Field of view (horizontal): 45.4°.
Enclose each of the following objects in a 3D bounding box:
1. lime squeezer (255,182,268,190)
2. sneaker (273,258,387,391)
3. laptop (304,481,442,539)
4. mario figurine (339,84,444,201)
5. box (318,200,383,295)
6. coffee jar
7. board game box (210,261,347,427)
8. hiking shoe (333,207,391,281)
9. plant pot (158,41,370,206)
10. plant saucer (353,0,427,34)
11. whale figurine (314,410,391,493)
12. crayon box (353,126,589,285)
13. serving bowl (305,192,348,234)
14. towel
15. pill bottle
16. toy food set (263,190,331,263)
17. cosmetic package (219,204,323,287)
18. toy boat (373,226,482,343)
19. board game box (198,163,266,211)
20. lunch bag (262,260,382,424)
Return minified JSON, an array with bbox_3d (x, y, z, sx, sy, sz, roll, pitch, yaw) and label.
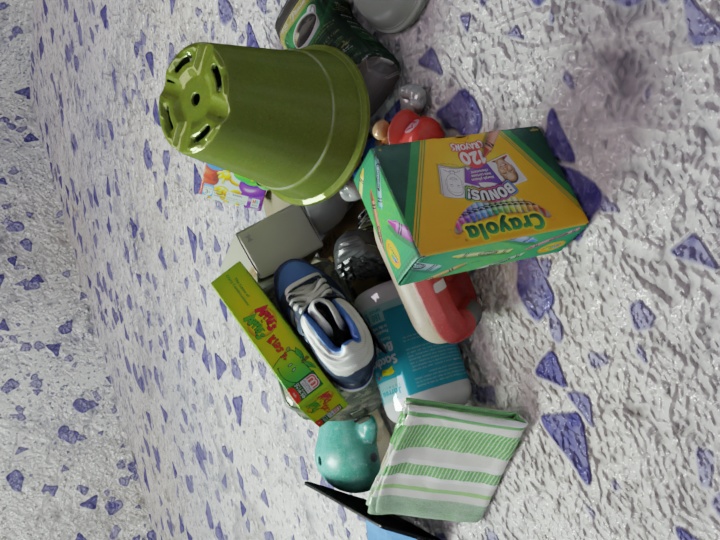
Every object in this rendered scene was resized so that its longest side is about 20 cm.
[{"bbox_3d":[-0.159,-0.156,1.270,0.038,0.071,0.200,-45,77,10],"label":"lime squeezer"},{"bbox_3d":[-0.046,0.040,1.006,0.200,0.080,0.147,57,169,24],"label":"sneaker"},{"bbox_3d":[0.024,0.403,1.224,0.187,0.200,0.116,10,75,52],"label":"laptop"},{"bbox_3d":[0.025,-0.155,1.053,0.200,0.106,0.124,-8,93,64],"label":"mario figurine"},{"bbox_3d":[0.000,0.000,1.240,0.200,0.021,0.164,-42,62,58],"label":"box"},{"bbox_3d":[-0.035,-0.291,1.123,0.104,0.085,0.200,-51,52,27],"label":"coffee jar"},{"bbox_3d":[-0.099,0.091,1.056,0.200,0.048,0.102,51,175,24],"label":"board game box"},{"bbox_3d":[0.014,-0.042,1.043,0.075,0.200,0.101,-16,80,18],"label":"hiking shoe"},{"bbox_3d":[-0.125,-0.185,1.002,0.199,0.189,0.201,-3,86,41],"label":"plant pot"},{"bbox_3d":[0.019,-0.388,1.038,0.200,0.050,0.201,30,125,54],"label":"plant saucer"},{"bbox_3d":[-0.026,0.233,1.282,0.159,0.103,0.201,-17,87,62],"label":"whale figurine"},{"bbox_3d":[0.107,-0.066,0.827,0.119,0.199,0.058,67,151,21],"label":"crayon box"},{"bbox_3d":[-0.058,-0.155,1.198,0.200,0.065,0.201,-19,-90,-86],"label":"serving bowl"},{"bbox_3d":[0.099,0.230,1.011,0.023,0.152,0.201,-93,14,-51],"label":"towel"},{"bbox_3d":[0.070,0.113,1.057,0.111,0.110,0.201,-39,65,59],"label":"pill bottle"},{"bbox_3d":[-0.094,-0.074,1.336,0.144,0.060,0.201,125,130,-62],"label":"toy food set"},{"bbox_3d":[-0.130,-0.017,1.211,0.071,0.105,0.200,60,161,5],"label":"cosmetic package"},{"bbox_3d":[0.102,-0.026,0.957,0.130,0.130,0.201,-22,98,22],"label":"toy boat"},{"bbox_3d":[-0.176,-0.212,1.339,0.105,0.102,0.201,-92,18,-61],"label":"board game box"},{"bbox_3d":[-0.046,0.105,1.188,0.168,0.139,0.201,61,-174,-66],"label":"lunch bag"}]
